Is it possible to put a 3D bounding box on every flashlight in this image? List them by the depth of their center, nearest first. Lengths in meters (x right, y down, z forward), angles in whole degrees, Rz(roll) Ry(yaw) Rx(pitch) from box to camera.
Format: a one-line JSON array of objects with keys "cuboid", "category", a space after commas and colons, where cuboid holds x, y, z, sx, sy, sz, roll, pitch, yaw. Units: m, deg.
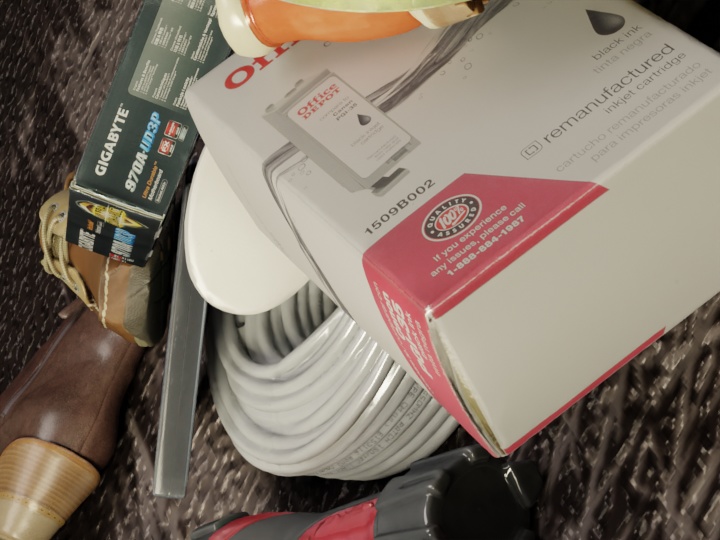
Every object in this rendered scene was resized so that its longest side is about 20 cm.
[{"cuboid": [-0.010, 0.122, 0.924, 0.200, 0.068, 0.068, -26, 49, 54], "category": "flashlight"}]

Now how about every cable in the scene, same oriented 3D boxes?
[{"cuboid": [0.000, 0.000, 0.987, 0.200, 0.069, 0.200, -15, 59, 56], "category": "cable"}]

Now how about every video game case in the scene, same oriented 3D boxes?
[{"cuboid": [-0.085, 0.021, 1.069, 0.200, 0.019, 0.143, -119, 36, -83], "category": "video game case"}]

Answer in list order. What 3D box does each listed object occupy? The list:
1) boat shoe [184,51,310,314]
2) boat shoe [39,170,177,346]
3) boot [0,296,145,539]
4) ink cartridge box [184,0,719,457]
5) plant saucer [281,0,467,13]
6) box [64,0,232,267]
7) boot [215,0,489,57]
[{"cuboid": [-0.031, -0.078, 0.955, 0.069, 0.072, 0.201, 165, 116, -81], "category": "boat shoe"}, {"cuboid": [-0.139, -0.011, 1.181, 0.200, 0.074, 0.076, -108, 24, -75], "category": "boat shoe"}, {"cuboid": [-0.187, 0.084, 1.295, 0.200, 0.072, 0.167, -2, 59, 62], "category": "boot"}, {"cuboid": [0.043, -0.043, 0.822, 0.146, 0.083, 0.200, -37, 40, -9], "category": "ink cartridge box"}, {"cuboid": [0.015, -0.176, 0.786, 0.031, 0.199, 0.200, 76, -171, -53], "category": "plant saucer"}, {"cuboid": [-0.083, -0.108, 1.019, 0.159, 0.046, 0.200, 142, 148, -79], "category": "box"}, {"cuboid": [-0.006, -0.162, 0.861, 0.107, 0.075, 0.200, -17, 40, 22], "category": "boot"}]
